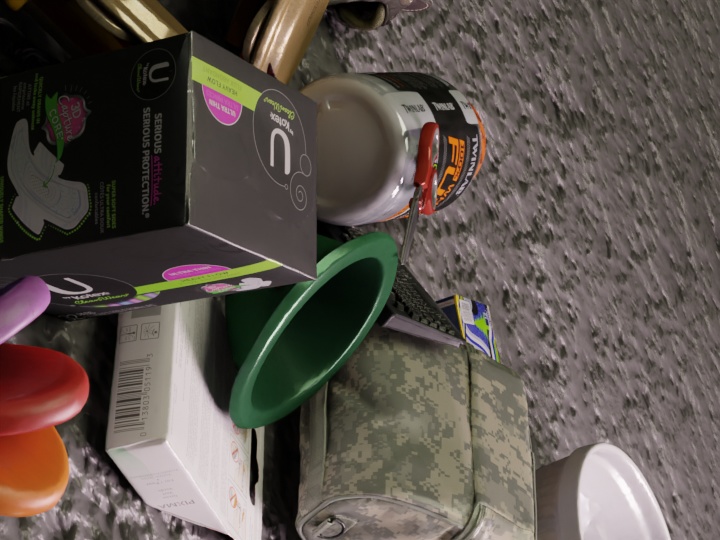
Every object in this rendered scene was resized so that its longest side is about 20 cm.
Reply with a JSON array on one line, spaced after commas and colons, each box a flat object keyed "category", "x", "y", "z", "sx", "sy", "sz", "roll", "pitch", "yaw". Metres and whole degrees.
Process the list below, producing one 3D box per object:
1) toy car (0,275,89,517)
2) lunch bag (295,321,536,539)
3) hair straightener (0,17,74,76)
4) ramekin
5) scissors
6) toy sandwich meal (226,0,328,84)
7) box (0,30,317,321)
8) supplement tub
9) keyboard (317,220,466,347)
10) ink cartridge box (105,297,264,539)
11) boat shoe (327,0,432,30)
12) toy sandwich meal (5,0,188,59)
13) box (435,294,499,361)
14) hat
[{"category": "toy car", "x": -0.229, "y": 0.054, "z": 1.264, "sx": 0.200, "sy": 0.150, "sz": 0.175, "roll": 65, "pitch": 27, "yaw": -12}, {"category": "lunch bag", "x": 0.028, "y": 0.137, "z": 1.716, "sx": 0.168, "sy": 0.139, "sz": 0.200, "roll": 31, "pitch": 42, "yaw": -29}, {"category": "hair straightener", "x": -0.205, "y": -0.116, "z": 1.565, "sx": 0.200, "sy": 0.041, "sz": 0.077, "roll": 31, "pitch": 20, "yaw": -45}, {"category": "ramekin", "x": 0.189, "y": 0.257, "z": 1.979, "sx": 0.200, "sy": 0.105, "sz": 0.200, "roll": 40, "pitch": 40, "yaw": -45}, {"category": "scissors", "x": 0.042, "y": -0.061, "z": 1.703, "sx": 0.200, "sy": 0.014, "sz": 0.073, "roll": -58, "pitch": 152, "yaw": -73}, {"category": "toy sandwich meal", "x": -0.067, "y": -0.219, "z": 1.774, "sx": 0.070, "sy": 0.205, "sz": 0.205, "roll": 25, "pitch": 34, "yaw": 2}, {"category": "box", "x": -0.145, "y": -0.053, "z": 1.421, "sx": 0.148, "sy": 0.200, "sz": 0.125, "roll": 23, "pitch": 63, "yaw": -55}, {"category": "supplement tub", "x": 0.023, "y": -0.102, "z": 1.877, "sx": 0.200, "sy": 0.122, "sz": 0.123, "roll": -12, "pitch": 84, "yaw": -64}, {"category": "keyboard", "x": 0.000, "y": 0.000, "z": 1.762, "sx": 0.127, "sy": 0.021, "sz": 0.200, "roll": 16, "pitch": 16, "yaw": -24}, {"category": "ink cartridge box", "x": -0.117, "y": 0.101, "z": 1.588, "sx": 0.200, "sy": 0.050, "sz": 0.161, "roll": 67, "pitch": 20, "yaw": -53}, {"category": "boat shoe", "x": 0.002, "y": -0.240, "z": 1.987, "sx": 0.200, "sy": 0.073, "sz": 0.065, "roll": 5, "pitch": 81, "yaw": -57}, {"category": "toy sandwich meal", "x": -0.172, "y": -0.161, "z": 1.489, "sx": 0.205, "sy": 0.070, "sz": 0.205, "roll": 44, "pitch": 4, "yaw": -3}, {"category": "box", "x": 0.083, "y": 0.126, "z": 1.900, "sx": 0.064, "sy": 0.070, "sz": 0.200, "roll": 20, "pitch": 56, "yaw": -59}, {"category": "hat", "x": -0.085, "y": -0.009, "z": 1.634, "sx": 0.176, "sy": 0.166, "sz": 0.200, "roll": 38, "pitch": 37, "yaw": 19}]
